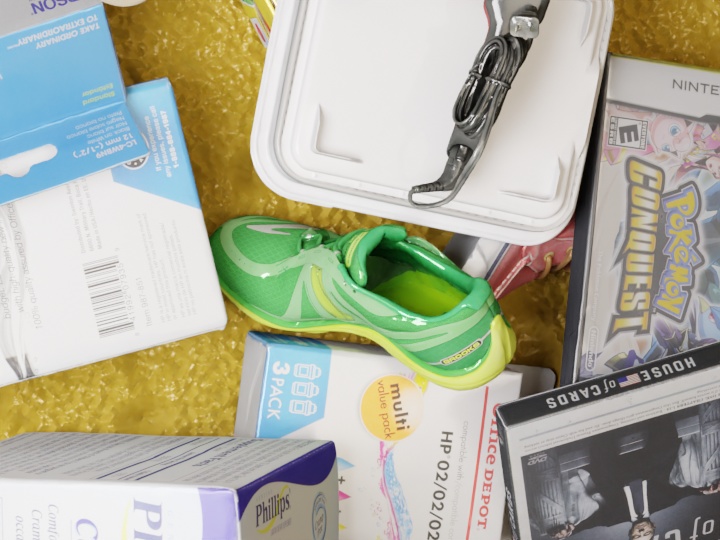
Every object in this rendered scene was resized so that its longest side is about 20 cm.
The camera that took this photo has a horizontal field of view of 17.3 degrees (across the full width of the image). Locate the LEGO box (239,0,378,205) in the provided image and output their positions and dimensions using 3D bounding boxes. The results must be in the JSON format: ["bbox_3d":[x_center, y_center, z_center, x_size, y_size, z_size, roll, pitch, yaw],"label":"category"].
[{"bbox_3d":[0.015,-0.162,1.386,0.148,0.077,0.201,-30,100,-10],"label":"LEGO box"}]

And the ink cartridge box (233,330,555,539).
[{"bbox_3d":[0.027,0.106,1.411,0.199,0.068,0.116,7,93,-15],"label":"ink cartridge box"}]

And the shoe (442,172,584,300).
[{"bbox_3d":[0.116,-0.020,1.425,0.091,0.071,0.201,35,81,-11],"label":"shoe"}]

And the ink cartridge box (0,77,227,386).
[{"bbox_3d":[-0.192,-0.016,1.338,0.199,0.084,0.146,-14,97,-13],"label":"ink cartridge box"}]

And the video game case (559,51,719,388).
[{"bbox_3d":[0.214,-0.019,1.410,0.179,0.025,0.202,7,86,-18],"label":"video game case"}]

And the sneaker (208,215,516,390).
[{"bbox_3d":[0.000,0.000,1.355,0.074,0.199,0.084,-53,149,-35],"label":"sneaker"}]

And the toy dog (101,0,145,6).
[{"bbox_3d":[-0.056,-0.199,1.246,0.198,0.132,0.097,-7,134,-3],"label":"toy dog"}]

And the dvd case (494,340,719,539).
[{"bbox_3d":[0.162,0.136,1.409,0.149,0.025,0.201,-16,132,-6],"label":"dvd case"}]

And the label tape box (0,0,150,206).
[{"bbox_3d":[-0.215,-0.134,1.284,0.142,0.066,0.201,-20,61,-13],"label":"label tape box"}]

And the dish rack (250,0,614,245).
[{"bbox_3d":[0.048,-0.111,1.336,0.199,0.044,0.173,11,90,-16],"label":"dish rack"}]

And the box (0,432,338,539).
[{"bbox_3d":[-0.129,0.152,1.280,0.199,0.184,0.106,0,94,16],"label":"box"}]

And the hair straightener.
[{"bbox_3d":[0.072,-0.126,1.281,0.041,0.077,0.201,25,89,0],"label":"hair straightener"}]
